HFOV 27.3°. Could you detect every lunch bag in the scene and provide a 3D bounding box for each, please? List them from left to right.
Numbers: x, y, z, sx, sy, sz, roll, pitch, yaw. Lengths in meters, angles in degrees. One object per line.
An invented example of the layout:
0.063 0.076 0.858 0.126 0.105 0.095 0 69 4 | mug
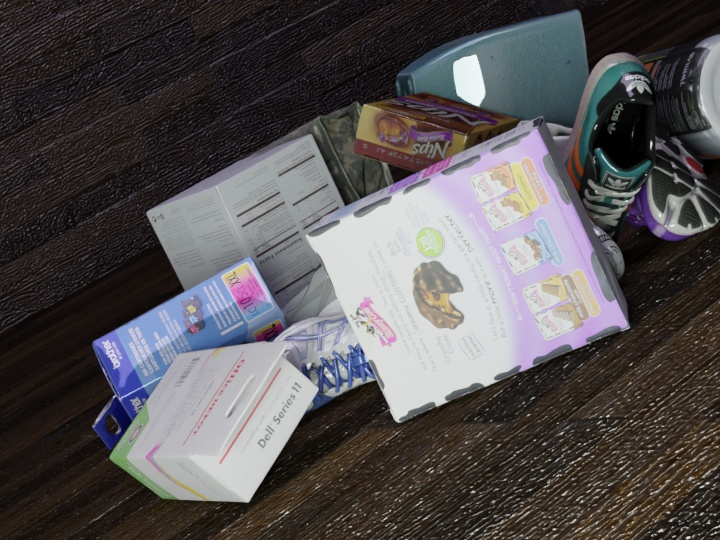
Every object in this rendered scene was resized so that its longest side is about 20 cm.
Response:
-0.043 -0.075 1.796 0.163 0.201 0.117 -24 4 35 | lunch bag

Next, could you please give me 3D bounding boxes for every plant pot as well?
0.150 -0.188 1.733 0.199 0.198 0.196 -9 8 -7 | plant pot

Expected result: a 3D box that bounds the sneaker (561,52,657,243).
0.210 -0.082 1.277 0.071 0.201 0.080 5 29 -5 | sneaker

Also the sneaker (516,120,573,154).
0.174 -0.098 1.533 0.073 0.116 0.200 -18 9 -34 | sneaker

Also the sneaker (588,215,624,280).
0.139 -0.011 1.288 0.108 0.068 0.201 -29 27 -24 | sneaker

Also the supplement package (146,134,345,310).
-0.104 -0.019 1.647 0.150 0.201 0.151 -33 12 -37 | supplement package

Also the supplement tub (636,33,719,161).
0.337 -0.172 1.530 0.122 0.123 0.200 -30 10 -21 | supplement tub

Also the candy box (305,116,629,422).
0.084 0.000 1.151 0.199 0.169 0.072 -23 9 15 | candy box

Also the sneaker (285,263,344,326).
0.000 0.000 1.401 0.200 0.079 0.074 -49 -32 10 | sneaker

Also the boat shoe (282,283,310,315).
-0.024 0.043 1.485 0.200 0.064 0.071 -46 -29 24 | boat shoe

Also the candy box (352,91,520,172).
0.083 -0.142 1.552 0.116 0.057 0.200 18 17 17 | candy box

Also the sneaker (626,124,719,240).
0.273 -0.064 1.344 0.084 0.080 0.200 -56 5 21 | sneaker

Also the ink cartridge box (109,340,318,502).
-0.112 0.125 1.209 0.200 0.067 0.117 -11 41 57 | ink cartridge box

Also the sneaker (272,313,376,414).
-0.008 0.070 1.309 0.199 0.076 0.088 -33 17 -17 | sneaker

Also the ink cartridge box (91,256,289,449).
-0.160 0.093 1.380 0.199 0.077 0.137 -27 -34 -6 | ink cartridge box
